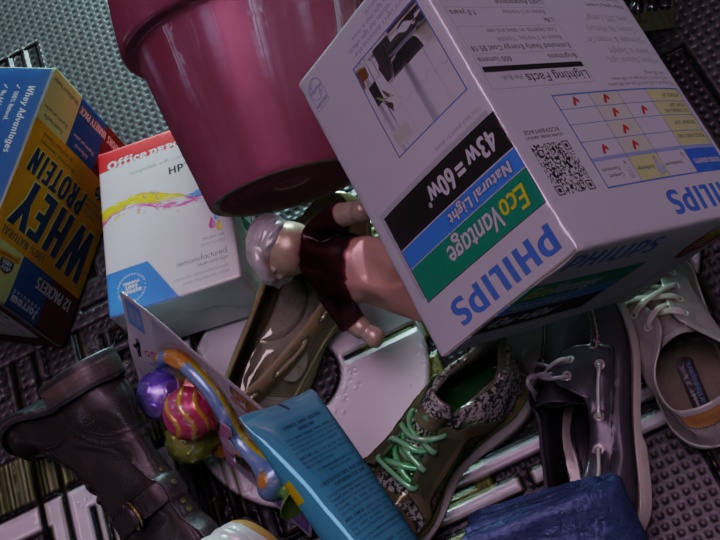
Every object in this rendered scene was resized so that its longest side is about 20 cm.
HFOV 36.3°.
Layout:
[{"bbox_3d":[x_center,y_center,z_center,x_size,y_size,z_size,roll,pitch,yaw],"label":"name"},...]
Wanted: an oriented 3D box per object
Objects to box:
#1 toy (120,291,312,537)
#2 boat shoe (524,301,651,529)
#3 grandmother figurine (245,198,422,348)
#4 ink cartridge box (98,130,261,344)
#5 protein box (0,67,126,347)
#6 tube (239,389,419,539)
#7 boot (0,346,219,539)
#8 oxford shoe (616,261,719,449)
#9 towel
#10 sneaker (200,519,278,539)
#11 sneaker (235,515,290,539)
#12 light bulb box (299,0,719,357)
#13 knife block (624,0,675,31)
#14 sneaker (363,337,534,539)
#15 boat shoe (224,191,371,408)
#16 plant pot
[{"bbox_3d":[-0.117,0.113,0.798,0.199,0.116,0.047,32,52,26],"label":"toy"},{"bbox_3d":[0.147,0.082,0.744,0.073,0.062,0.202,-39,49,52],"label":"boat shoe"},{"bbox_3d":[0.000,0.000,0.781,0.199,0.122,0.060,15,28,31],"label":"grandmother figurine"},{"bbox_3d":[-0.152,-0.050,0.920,0.115,0.067,0.201,-18,60,10],"label":"ink cartridge box"},{"bbox_3d":[-0.342,-0.058,0.948,0.198,0.135,0.200,5,67,21],"label":"protein box"},{"bbox_3d":[0.003,0.164,0.687,0.050,0.077,0.201,-42,75,26],"label":"tube"},{"bbox_3d":[-0.187,0.164,0.814,0.069,0.200,0.175,-28,84,-39],"label":"boot"},{"bbox_3d":[0.208,0.028,0.768,0.075,0.058,0.201,-25,58,9],"label":"oxford shoe"},{"bbox_3d":[0.140,0.231,0.660,0.111,0.049,0.201,-20,83,7],"label":"towel"},{"bbox_3d":[-0.097,0.263,0.699,0.075,0.087,0.202,5,101,37],"label":"sneaker"},{"bbox_3d":[-0.010,0.225,0.749,0.199,0.079,0.095,33,57,28],"label":"sneaker"},{"bbox_3d":[0.104,-0.077,0.680,0.125,0.197,0.201,-44,66,44],"label":"light bulb box"},{"bbox_3d":[0.205,-0.273,0.843,0.063,0.176,0.202,-3,64,16],"label":"knife block"},{"bbox_3d":[0.043,0.114,0.752,0.077,0.089,0.200,32,69,31],"label":"sneaker"},{"bbox_3d":[-0.050,0.021,0.853,0.073,0.063,0.202,18,73,25],"label":"boat shoe"},{"bbox_3d":[-0.075,-0.146,0.831,0.199,0.200,0.180,-18,81,10],"label":"plant pot"}]
